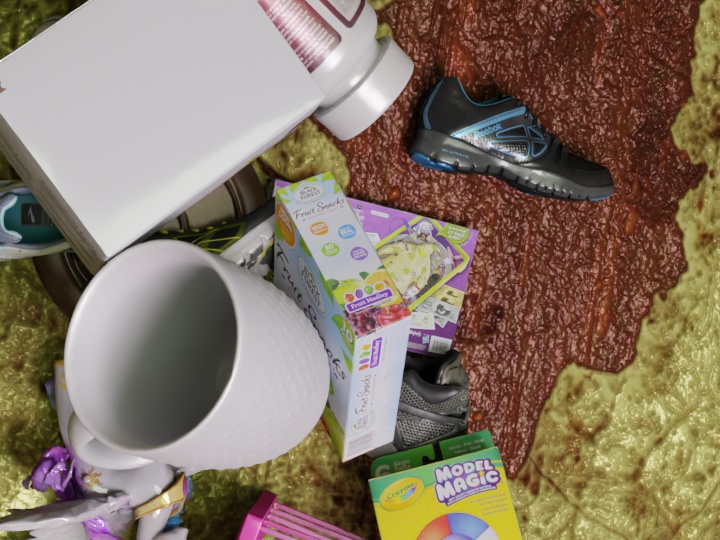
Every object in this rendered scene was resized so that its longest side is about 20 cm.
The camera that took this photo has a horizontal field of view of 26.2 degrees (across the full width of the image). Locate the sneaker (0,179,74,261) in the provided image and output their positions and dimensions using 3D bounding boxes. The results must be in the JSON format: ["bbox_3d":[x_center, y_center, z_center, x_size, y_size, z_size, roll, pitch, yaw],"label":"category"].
[{"bbox_3d":[-0.285,-0.041,1.189,0.198,0.086,0.078,-10,92,-2],"label":"sneaker"}]

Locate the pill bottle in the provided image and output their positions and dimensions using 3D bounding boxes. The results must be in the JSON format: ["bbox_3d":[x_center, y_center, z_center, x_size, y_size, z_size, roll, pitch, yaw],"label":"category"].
[{"bbox_3d":[-0.056,-0.206,1.267,0.200,0.109,0.110,43,80,-19],"label":"pill bottle"}]

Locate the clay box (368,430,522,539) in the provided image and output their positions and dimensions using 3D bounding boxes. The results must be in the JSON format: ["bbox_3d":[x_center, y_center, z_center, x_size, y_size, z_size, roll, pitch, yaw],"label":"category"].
[{"bbox_3d":[0.077,0.231,1.262,0.114,0.048,0.201,-15,66,2],"label":"clay box"}]

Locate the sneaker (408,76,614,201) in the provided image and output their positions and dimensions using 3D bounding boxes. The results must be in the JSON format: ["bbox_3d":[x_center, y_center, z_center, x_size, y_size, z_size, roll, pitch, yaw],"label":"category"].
[{"bbox_3d":[0.144,-0.112,1.372,0.199,0.073,0.083,14,88,-22],"label":"sneaker"}]

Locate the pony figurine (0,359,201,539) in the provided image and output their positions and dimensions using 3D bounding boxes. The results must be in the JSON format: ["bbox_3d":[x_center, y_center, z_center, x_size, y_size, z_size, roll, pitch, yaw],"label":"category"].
[{"bbox_3d":[-0.204,0.173,1.221,0.191,0.167,0.202,-3,69,5],"label":"pony figurine"}]

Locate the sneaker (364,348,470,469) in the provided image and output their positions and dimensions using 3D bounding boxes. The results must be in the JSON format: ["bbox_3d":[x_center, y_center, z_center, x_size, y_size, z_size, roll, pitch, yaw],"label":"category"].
[{"bbox_3d":[0.081,0.148,1.357,0.199,0.076,0.114,42,102,-14],"label":"sneaker"}]

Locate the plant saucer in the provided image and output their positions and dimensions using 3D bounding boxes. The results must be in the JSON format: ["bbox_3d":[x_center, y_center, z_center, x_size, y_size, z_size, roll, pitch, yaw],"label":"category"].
[{"bbox_3d":[-0.171,-0.035,1.266,0.198,0.032,0.202,-1,94,-14],"label":"plant saucer"}]

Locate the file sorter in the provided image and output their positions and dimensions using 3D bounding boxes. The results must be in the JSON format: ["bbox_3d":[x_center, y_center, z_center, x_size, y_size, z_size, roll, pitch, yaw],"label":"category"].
[{"bbox_3d":[-0.051,0.273,1.245,0.125,0.200,0.140,21,87,1],"label":"file sorter"}]

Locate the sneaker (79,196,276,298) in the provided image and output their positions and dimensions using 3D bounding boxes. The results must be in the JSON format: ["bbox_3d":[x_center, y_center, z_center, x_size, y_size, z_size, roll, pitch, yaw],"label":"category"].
[{"bbox_3d":[-0.136,-0.008,1.222,0.200,0.075,0.085,-38,73,-22],"label":"sneaker"}]

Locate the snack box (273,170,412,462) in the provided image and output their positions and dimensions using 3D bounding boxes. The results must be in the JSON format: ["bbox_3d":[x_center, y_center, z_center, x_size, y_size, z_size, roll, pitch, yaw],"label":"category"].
[{"bbox_3d":[-0.019,0.040,1.204,0.053,0.201,0.143,-21,61,-17],"label":"snack box"}]

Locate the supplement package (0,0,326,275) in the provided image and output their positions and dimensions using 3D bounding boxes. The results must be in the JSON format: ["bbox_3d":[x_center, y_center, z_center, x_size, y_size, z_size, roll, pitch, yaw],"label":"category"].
[{"bbox_3d":[-0.155,-0.121,1.123,0.200,0.111,0.156,-37,93,-15],"label":"supplement package"}]

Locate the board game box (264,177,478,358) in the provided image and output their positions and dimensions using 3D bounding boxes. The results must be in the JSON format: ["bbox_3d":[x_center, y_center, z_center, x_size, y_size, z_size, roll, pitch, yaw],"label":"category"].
[{"bbox_3d":[0.000,0.000,1.350,0.199,0.032,0.121,14,94,-22],"label":"board game box"}]

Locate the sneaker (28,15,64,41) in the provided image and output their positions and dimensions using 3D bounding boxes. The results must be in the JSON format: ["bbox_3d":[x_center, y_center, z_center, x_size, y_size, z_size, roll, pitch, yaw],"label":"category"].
[{"bbox_3d":[-0.166,-0.163,1.237,0.199,0.089,0.074,18,120,-17],"label":"sneaker"}]

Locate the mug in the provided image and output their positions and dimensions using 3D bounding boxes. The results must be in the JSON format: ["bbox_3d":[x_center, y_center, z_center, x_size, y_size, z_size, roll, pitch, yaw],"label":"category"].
[{"bbox_3d":[-0.123,0.084,1.118,0.199,0.175,0.148,-34,64,16],"label":"mug"}]
